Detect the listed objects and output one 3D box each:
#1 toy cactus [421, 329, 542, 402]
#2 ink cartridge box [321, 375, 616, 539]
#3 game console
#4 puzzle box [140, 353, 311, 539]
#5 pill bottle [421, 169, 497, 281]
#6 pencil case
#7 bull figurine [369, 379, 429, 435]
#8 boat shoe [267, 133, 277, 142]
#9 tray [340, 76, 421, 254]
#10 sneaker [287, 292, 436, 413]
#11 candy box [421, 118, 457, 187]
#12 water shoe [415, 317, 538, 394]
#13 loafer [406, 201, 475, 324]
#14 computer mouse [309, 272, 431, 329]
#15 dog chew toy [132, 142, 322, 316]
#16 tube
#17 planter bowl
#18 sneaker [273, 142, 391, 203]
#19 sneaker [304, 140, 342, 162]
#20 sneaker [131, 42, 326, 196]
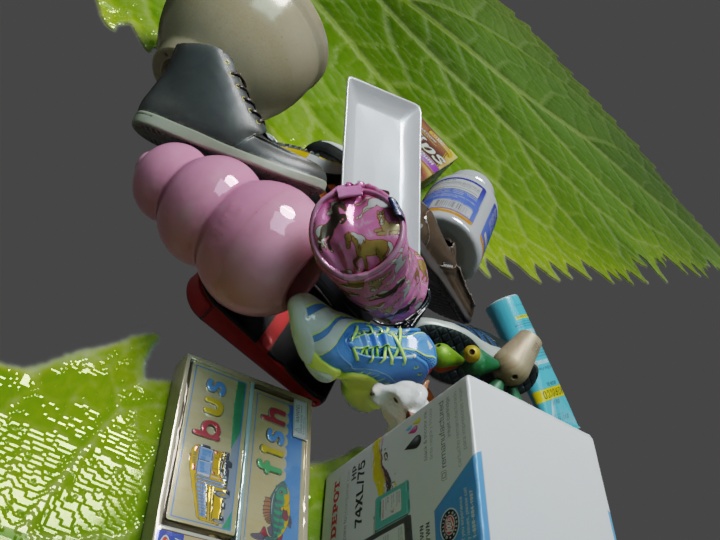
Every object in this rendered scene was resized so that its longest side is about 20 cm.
[{"bbox_3d":[0.156,0.134,0.779,0.200,0.102,0.165,46,66,-12],"label":"toy cactus"},{"bbox_3d":[0.079,0.216,0.557,0.146,0.200,0.147,28,39,-22],"label":"ink cartridge box"},{"bbox_3d":[-0.077,0.028,0.732,0.177,0.031,0.200,44,35,-10],"label":"game console"},{"bbox_3d":[-0.103,0.174,0.559,0.133,0.025,0.201,26,40,-27],"label":"puzzle box"},{"bbox_3d":[0.134,-0.069,0.975,0.112,0.112,0.200,43,34,-6],"label":"pill bottle"},{"bbox_3d":[0.014,-0.009,0.623,0.083,0.087,0.200,40,-5,19],"label":"pencil case"},{"bbox_3d":[0.075,0.171,0.666,0.200,0.121,0.065,26,39,-27],"label":"bull figurine"},{"bbox_3d":[-0.129,-0.129,0.792,0.200,0.069,0.072,4,53,-44],"label":"boat shoe"},{"bbox_3d":[0.021,-0.111,0.767,0.107,0.022,0.201,14,68,-30],"label":"tray"},{"bbox_3d":[0.009,0.065,0.637,0.200,0.105,0.076,56,15,-57],"label":"sneaker"},{"bbox_3d":[0.064,-0.179,1.059,0.117,0.056,0.200,48,33,3],"label":"candy box"},{"bbox_3d":[0.128,0.103,0.855,0.199,0.072,0.079,24,11,-25],"label":"water shoe"},{"bbox_3d":[0.100,-0.007,0.850,0.071,0.073,0.200,-52,134,-19],"label":"loafer"},{"bbox_3d":[0.000,0.000,0.752,0.200,0.046,0.141,43,48,-7],"label":"computer mouse"},{"bbox_3d":[-0.127,-0.048,0.629,0.200,0.125,0.124,35,33,14],"label":"dog chew toy"},{"bbox_3d":[0.238,0.133,0.950,0.077,0.050,0.201,-7,66,-41],"label":"tube"},{"bbox_3d":[-0.156,-0.249,0.801,0.200,0.200,0.135,38,63,-12],"label":"planter bowl"},{"bbox_3d":[-0.043,-0.082,0.787,0.199,0.070,0.090,13,90,-33],"label":"sneaker"},{"bbox_3d":[-0.018,-0.078,0.860,0.200,0.076,0.087,52,41,7],"label":"sneaker"},{"bbox_3d":[-0.114,-0.152,0.682,0.199,0.075,0.107,22,79,-5],"label":"sneaker"}]
